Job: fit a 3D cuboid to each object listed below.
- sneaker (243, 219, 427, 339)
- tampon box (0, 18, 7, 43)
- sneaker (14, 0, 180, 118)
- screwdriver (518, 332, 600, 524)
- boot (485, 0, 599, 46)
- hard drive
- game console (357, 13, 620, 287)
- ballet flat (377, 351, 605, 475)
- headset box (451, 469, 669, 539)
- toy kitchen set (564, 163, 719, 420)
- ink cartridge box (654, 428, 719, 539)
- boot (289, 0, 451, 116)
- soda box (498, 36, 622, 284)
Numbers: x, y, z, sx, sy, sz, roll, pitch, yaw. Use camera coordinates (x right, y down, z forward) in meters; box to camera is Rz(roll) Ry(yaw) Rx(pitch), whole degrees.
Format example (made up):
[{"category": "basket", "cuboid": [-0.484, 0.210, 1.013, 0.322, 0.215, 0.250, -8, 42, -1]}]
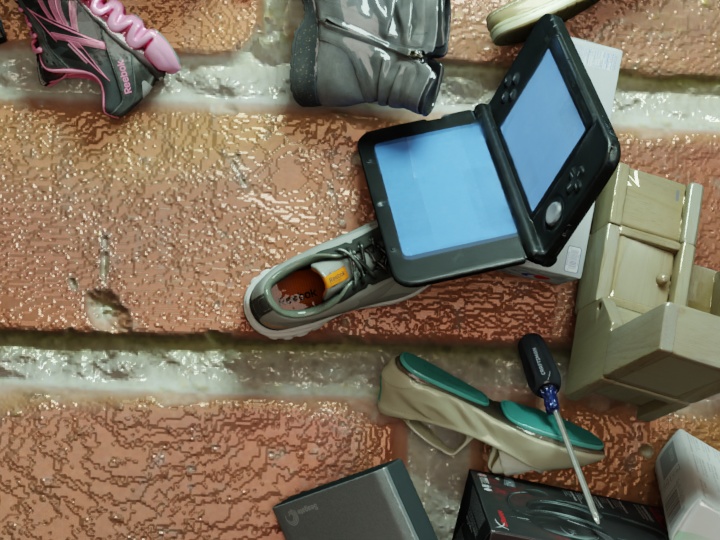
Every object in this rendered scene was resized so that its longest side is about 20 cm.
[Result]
[{"category": "sneaker", "cuboid": [0.000, 0.000, 1.364, 0.200, 0.079, 0.074, -25, 86, -10]}, {"category": "tampon box", "cuboid": [-0.406, -0.225, 1.312, 0.200, 0.126, 0.150, -24, 88, -9]}, {"category": "sneaker", "cuboid": [-0.249, -0.203, 1.362, 0.200, 0.079, 0.095, 39, 93, -1]}, {"category": "screwdriver", "cuboid": [0.160, 0.126, 1.337, 0.029, 0.028, 0.200, 9, 40, -17]}, {"category": "boot", "cuboid": [0.161, -0.297, 1.414, 0.200, 0.072, 0.155, -33, 90, -14]}, {"category": "hard drive", "cuboid": [0.020, 0.260, 1.320, 0.033, 0.139, 0.200, -22, 87, -47]}, {"category": "game console", "cuboid": [0.097, -0.100, 1.315, 0.116, 0.200, 0.176, 13, 127, -24]}, {"category": "ballet flat", "cuboid": [0.104, 0.133, 1.377, 0.200, 0.069, 0.070, 24, 82, -2]}, {"category": "headset box", "cuboid": [0.183, 0.235, 1.322, 0.199, 0.149, 0.077, 11, 101, -4]}, {"category": "toy kitchen set", "cuboid": [0.286, 0.012, 1.326, 0.163, 0.180, 0.201, 16, 71, -12]}, {"category": "ink cartridge box", "cuboid": [0.339, 0.220, 1.341, 0.200, 0.161, 0.050, 32, 105, -3]}, {"category": "boot", "cuboid": [0.015, -0.230, 1.372, 0.131, 0.070, 0.201, 3, 96, 19]}, {"category": "soda box", "cuboid": [0.168, -0.092, 1.396, 0.063, 0.068, 0.201, 12, 83, -6]}]
